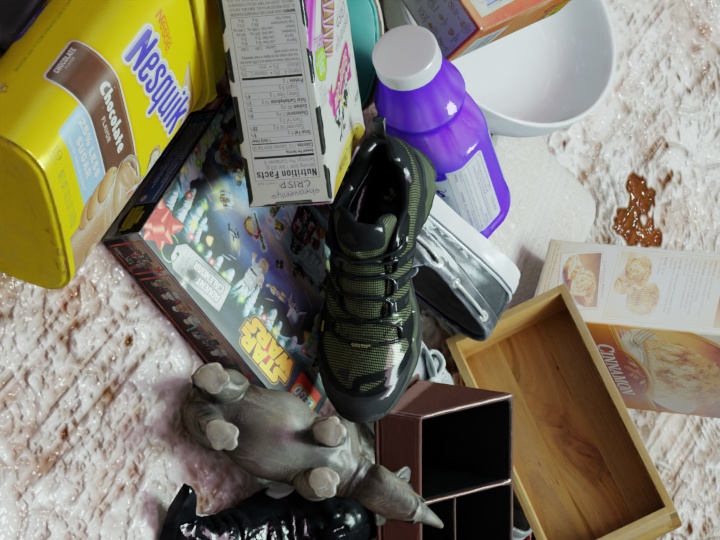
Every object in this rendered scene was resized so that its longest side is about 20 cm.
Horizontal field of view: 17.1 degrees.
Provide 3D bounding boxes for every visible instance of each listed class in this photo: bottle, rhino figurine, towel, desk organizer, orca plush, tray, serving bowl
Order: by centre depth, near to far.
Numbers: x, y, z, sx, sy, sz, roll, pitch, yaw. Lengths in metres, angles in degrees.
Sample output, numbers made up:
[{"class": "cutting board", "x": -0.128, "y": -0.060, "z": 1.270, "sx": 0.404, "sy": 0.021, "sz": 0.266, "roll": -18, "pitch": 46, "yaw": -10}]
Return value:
[{"class": "rhino figurine", "x": -0.031, "y": 0.123, "z": 1.595, "sx": 0.199, "sy": 0.087, "sz": 0.060, "roll": 27, "pitch": 82, "yaw": -7}, {"class": "orca plush", "x": -0.041, "y": 0.166, "z": 1.628, "sx": 0.200, "sy": 0.071, "sz": 0.106, "roll": 19, "pitch": 69, "yaw": -44}, {"class": "desk organizer", "x": 0.060, "y": 0.182, "z": 1.679, "sx": 0.072, "sy": 0.077, "sz": 0.201, "roll": -34, "pitch": 127, "yaw": -59}, {"class": "bottle", "x": 0.053, "y": -0.097, "z": 1.719, "sx": 0.065, "sy": 0.083, "sz": 0.200, "roll": -47, "pitch": 149, "yaw": -15}, {"class": "tray", "x": 0.146, "y": 0.117, "z": 1.735, "sx": 0.037, "sy": 0.098, "sz": 0.201, "roll": 59, "pitch": 6, "yaw": -60}, {"class": "serving bowl", "x": 0.096, "y": -0.184, "z": 1.826, "sx": 0.199, "sy": 0.066, "sz": 0.201, "roll": 15, "pitch": 58, "yaw": -26}, {"class": "towel", "x": 0.114, "y": -0.023, "z": 1.860, "sx": 0.133, "sy": 0.034, "sz": 0.200, "roll": 48, "pitch": 51, "yaw": -32}]

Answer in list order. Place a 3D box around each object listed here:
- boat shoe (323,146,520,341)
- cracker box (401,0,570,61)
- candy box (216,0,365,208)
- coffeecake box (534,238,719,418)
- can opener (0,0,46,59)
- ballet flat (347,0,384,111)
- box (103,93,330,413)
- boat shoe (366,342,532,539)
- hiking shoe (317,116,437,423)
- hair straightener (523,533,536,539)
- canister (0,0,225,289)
[{"class": "boat shoe", "x": 0.027, "y": -0.019, "z": 1.727, "sx": 0.200, "sy": 0.072, "sz": 0.068, "roll": 38, "pitch": 64, "yaw": -25}, {"class": "cracker box", "x": 0.064, "y": -0.265, "z": 1.768, "sx": 0.134, "sy": 0.058, "sz": 0.200, "roll": -27, "pitch": 82, "yaw": -40}, {"class": "candy box", "x": -0.047, "y": -0.158, "z": 1.575, "sx": 0.136, "sy": 0.061, "sz": 0.201, "roll": -69, "pitch": 154, "yaw": -63}, {"class": "coffeecake box", "x": 0.250, "y": 0.050, "z": 1.841, "sx": 0.154, "sy": 0.199, "sz": 0.073, "roll": 56, "pitch": 45, "yaw": -54}, {"class": "can opener", "x": -0.195, "y": -0.216, "z": 1.549, "sx": 0.053, "sy": 0.066, "sz": 0.201, "roll": 85, "pitch": 24, "yaw": -60}, {"class": "ballet flat", "x": -0.021, "y": -0.201, "z": 1.724, "sx": 0.067, "sy": 0.062, "sz": 0.201, "roll": -5, "pitch": 88, "yaw": -6}, {"class": "box", "x": -0.075, "y": -0.002, "z": 1.644, "sx": 0.200, "sy": 0.040, "sz": 0.137, "roll": 51, "pitch": 51, "yaw": -29}, {"class": "boat shoe", "x": 0.060, "y": 0.117, "z": 1.752, "sx": 0.074, "sy": 0.065, "sz": 0.203, "roll": -45, "pitch": 116, "yaw": -42}, {"class": "hiking shoe", "x": 0.000, "y": 0.000, "z": 1.617, "sx": 0.101, "sy": 0.075, "sz": 0.201, "roll": 41, "pitch": 53, "yaw": -66}, {"class": "hair straightener", "x": 0.153, "y": 0.194, "z": 1.832, "sx": 0.041, "sy": 0.077, "sz": 0.201, "roll": 31, "pitch": 62, "yaw": -42}, {"class": "canister", "x": -0.170, "y": -0.105, "z": 1.497, "sx": 0.200, "sy": 0.086, "sz": 0.149, "roll": -58, "pitch": 157, "yaw": -34}]
